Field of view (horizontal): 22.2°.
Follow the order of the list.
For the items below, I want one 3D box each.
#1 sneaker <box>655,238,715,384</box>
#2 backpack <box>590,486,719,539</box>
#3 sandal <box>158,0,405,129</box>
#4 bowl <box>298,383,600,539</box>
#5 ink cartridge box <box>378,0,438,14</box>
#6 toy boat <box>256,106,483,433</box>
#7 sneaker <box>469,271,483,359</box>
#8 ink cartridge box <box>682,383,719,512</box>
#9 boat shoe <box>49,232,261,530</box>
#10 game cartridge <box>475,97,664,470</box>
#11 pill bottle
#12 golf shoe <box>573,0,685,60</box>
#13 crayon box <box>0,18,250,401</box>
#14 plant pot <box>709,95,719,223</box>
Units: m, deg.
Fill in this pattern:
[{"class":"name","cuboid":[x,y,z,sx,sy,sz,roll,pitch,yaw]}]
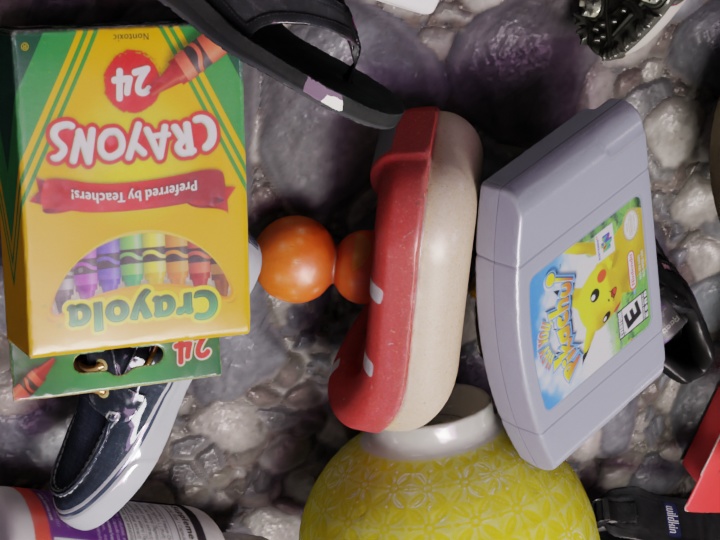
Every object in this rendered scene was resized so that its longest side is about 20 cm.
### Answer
[{"class":"sneaker","cuboid":[0.176,0.001,1.188,0.076,0.088,0.200,-42,132,6]},{"class":"backpack","cuboid":[0.242,0.267,1.359,0.189,0.201,0.154,-8,147,-34]},{"class":"sandal","cuboid":[-0.055,-0.138,0.925,0.200,0.075,0.048,34,109,-11]},{"class":"bowl","cuboid":[0.049,0.136,1.170,0.198,0.200,0.109,-14,107,-19]},{"class":"ink cartridge box","cuboid":[-0.029,-0.229,0.910,0.199,0.086,0.148,13,115,-32]},{"class":"toy boat","cuboid":[0.000,0.000,1.091,0.129,0.131,0.201,7,124,4]},{"class":"sneaker","cuboid":[0.108,0.045,1.172,0.082,0.077,0.201,-51,141,-26]},{"class":"ink cartridge box","cuboid":[0.321,0.118,1.366,0.198,0.067,0.117,4,120,-30]},{"class":"boat shoe","cuboid":[-0.144,0.047,1.057,0.091,0.071,0.201,29,91,-35]},{"class":"game cartridge","cuboid":[0.124,0.015,1.087,0.133,0.040,0.201,-33,129,-30]},{"class":"pill bottle","cuboid":[-0.149,0.198,1.143,0.199,0.112,0.112,12,117,-34]},{"class":"golf shoe","cuboid":[0.200,-0.204,1.062,0.088,0.077,0.201,11,118,-42]},{"class":"crayon box","cuboid":[-0.125,-0.031,0.976,0.126,0.051,0.202,-7,102,-24]},{"class":"plant pot","cuboid":[0.299,-0.079,1.164,0.199,0.135,0.202,-15,130,-18]}]
